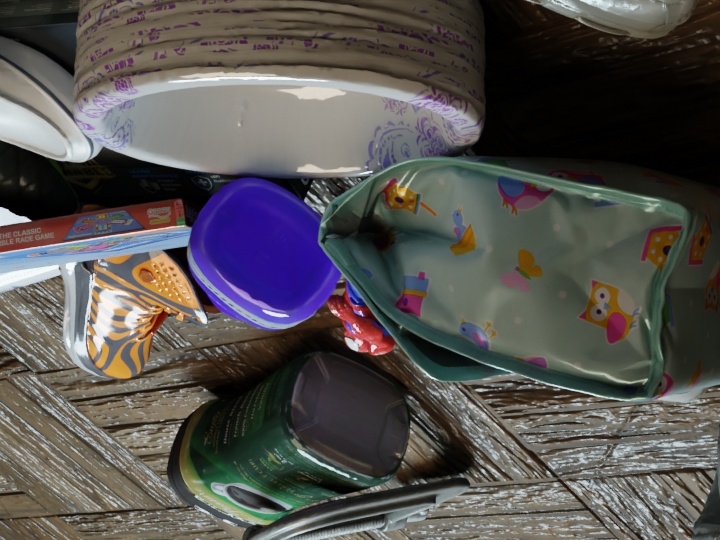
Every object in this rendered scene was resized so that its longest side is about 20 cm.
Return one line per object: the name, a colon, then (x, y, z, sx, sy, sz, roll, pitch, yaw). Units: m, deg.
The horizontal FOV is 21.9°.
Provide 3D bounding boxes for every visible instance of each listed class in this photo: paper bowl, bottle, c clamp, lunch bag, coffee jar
paper bowl: (-0.039, -0.115, 0.912, 0.201, 0.104, 0.201, 0, 170, 0)
bottle: (-0.059, -0.005, 1.068, 0.084, 0.065, 0.200, 38, 173, -3)
c clamp: (-0.009, 0.187, 1.373, 0.200, 0.027, 0.171, -2, 163, -45)
lunch bag: (0.095, -0.001, 0.975, 0.200, 0.122, 0.170, 10, -175, 26)
coffee jar: (-0.058, 0.127, 1.355, 0.104, 0.085, 0.200, 28, 149, -23)

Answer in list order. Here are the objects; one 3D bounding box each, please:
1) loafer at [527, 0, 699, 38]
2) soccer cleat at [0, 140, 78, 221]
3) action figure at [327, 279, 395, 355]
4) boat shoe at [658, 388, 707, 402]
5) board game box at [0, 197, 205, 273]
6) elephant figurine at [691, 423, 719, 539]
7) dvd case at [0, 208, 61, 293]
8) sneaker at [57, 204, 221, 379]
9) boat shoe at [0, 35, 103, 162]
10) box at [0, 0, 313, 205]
loafer: (0.061, -0.159, 0.854, 0.200, 0.070, 0.070, 26, 152, 4)
soccer cleat: (-0.263, -0.073, 1.102, 0.200, 0.081, 0.068, 33, 150, -15)
action figure: (0.000, 0.000, 1.138, 0.052, 0.065, 0.200, -6, 150, 0)
boat shoe: (0.113, 0.032, 1.106, 0.200, 0.075, 0.068, 24, 162, 19)
board game box: (-0.189, -0.017, 1.136, 0.200, 0.019, 0.103, -8, 176, 10)
elephant figurine: (0.242, 0.114, 1.025, 0.141, 0.200, 0.155, -14, 134, 44)
dvd case: (-0.278, -0.043, 1.231, 0.149, 0.016, 0.200, -17, 143, 6)
sneaker: (-0.140, 0.022, 1.257, 0.112, 0.078, 0.200, 16, 148, 13)
boat shoe: (-0.241, -0.106, 1.052, 0.200, 0.065, 0.074, 27, 148, -3)
box: (-0.140, -0.105, 1.093, 0.200, 0.046, 0.159, 2, 143, 32)
